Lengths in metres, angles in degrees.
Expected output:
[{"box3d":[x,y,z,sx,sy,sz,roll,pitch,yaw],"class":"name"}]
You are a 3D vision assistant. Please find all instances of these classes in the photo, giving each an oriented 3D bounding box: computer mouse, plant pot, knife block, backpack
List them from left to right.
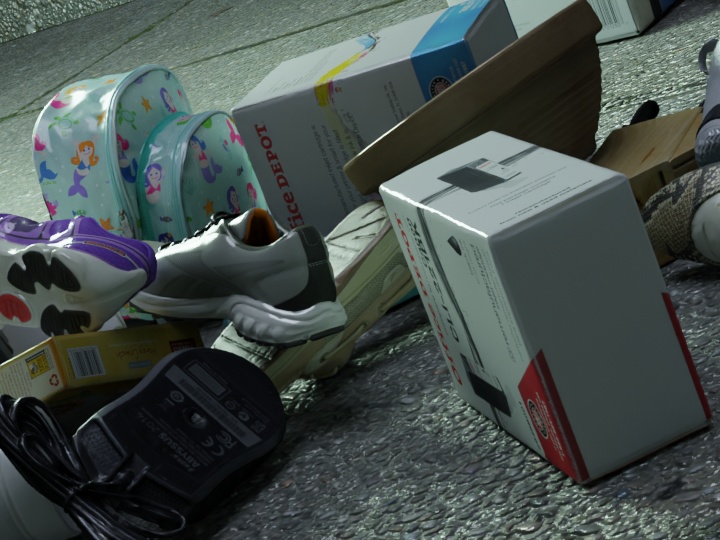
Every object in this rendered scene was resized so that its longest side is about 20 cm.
[{"box3d":[-0.168,-0.060,1.637,0.150,0.200,0.178,-14,16,25],"class":"backpack"},{"box3d":[-0.122,0.106,1.218,0.200,0.138,0.053,-28,-24,-53],"class":"computer mouse"},{"box3d":[0.094,-0.091,1.413,0.201,0.093,0.201,-35,2,2],"class":"plant pot"},{"box3d":[0.193,-0.062,1.415,0.200,0.064,0.176,-27,16,-16],"class":"knife block"}]

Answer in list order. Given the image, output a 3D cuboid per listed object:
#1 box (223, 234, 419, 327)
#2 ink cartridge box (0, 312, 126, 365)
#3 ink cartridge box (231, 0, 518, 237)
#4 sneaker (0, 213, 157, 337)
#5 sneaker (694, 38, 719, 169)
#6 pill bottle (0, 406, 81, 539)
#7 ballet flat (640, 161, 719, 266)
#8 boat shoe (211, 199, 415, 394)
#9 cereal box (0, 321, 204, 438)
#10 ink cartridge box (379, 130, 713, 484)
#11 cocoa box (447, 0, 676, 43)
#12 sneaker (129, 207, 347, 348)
[{"box3d":[0.000,0.000,1.491,0.200,0.049,0.082,-26,16,-15],"class":"box"},{"box3d":[-0.268,0.065,1.470,0.200,0.084,0.145,-24,-14,-11],"class":"ink cartridge box"},{"box3d":[0.030,-0.107,1.632,0.200,0.147,0.146,-15,17,21],"class":"ink cartridge box"},{"box3d":[-0.210,-0.003,1.359,0.200,0.081,0.083,14,31,40],"class":"sneaker"},{"box3d":[0.299,-0.129,1.288,0.200,0.075,0.115,-18,48,22],"class":"sneaker"},{"box3d":[-0.271,0.150,1.235,0.200,0.112,0.112,-20,15,6],"class":"pill bottle"},{"box3d":[0.262,-0.038,1.248,0.200,0.068,0.075,-13,26,17],"class":"ballet flat"},{"box3d":[-0.031,0.042,1.371,0.200,0.065,0.072,-46,33,-16],"class":"boat shoe"},{"box3d":[-0.215,0.089,1.346,0.200,0.040,0.144,-26,-11,31],"class":"cereal box"},{"box3d":[0.095,0.014,1.136,0.084,0.145,0.200,-24,15,-10],"class":"ink cartridge box"},{"box3d":[0.199,-0.297,2.065,0.200,0.134,0.131,-10,19,37],"class":"cocoa box"},{"box3d":[-0.084,-0.005,1.327,0.074,0.080,0.200,-15,17,-42],"class":"sneaker"}]
